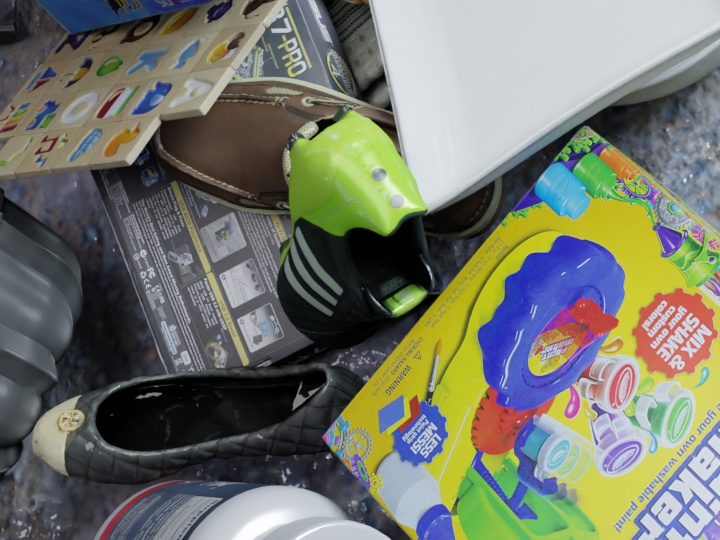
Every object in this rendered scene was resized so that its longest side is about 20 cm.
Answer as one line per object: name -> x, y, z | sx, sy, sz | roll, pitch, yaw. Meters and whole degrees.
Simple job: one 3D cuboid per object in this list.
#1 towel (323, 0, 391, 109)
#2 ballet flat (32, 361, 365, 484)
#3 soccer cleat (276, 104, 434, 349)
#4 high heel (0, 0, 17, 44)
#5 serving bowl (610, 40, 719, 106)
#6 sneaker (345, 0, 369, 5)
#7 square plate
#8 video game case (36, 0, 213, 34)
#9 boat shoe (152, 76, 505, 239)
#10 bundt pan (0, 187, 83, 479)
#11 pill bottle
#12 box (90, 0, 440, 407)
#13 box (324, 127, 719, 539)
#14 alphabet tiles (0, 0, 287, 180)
towel -> -0.064, -0.139, 1.222 | 0.200, 0.034, 0.193 | -41, 56, 17
ballet flat -> -0.090, 0.074, 1.095 | 0.198, 0.057, 0.067 | -9, 53, 18
soccer cleat -> 0.000, 0.000, 0.998 | 0.067, 0.200, 0.081 | -31, 66, -15
high heel -> -0.224, -0.242, 1.266 | 0.071, 0.200, 0.144 | 1, 75, -15
serving bowl -> 0.146, -0.177, 1.081 | 0.198, 0.066, 0.202 | -9, 71, 28
sneaker -> 0.032, -0.248, 1.149 | 0.078, 0.077, 0.201 | 8, 61, 33
square plate -> 0.098, -0.138, 1.013 | 0.199, 0.028, 0.199 | -32, 41, 20
video game case -> -0.086, -0.221, 1.150 | 0.182, 0.045, 0.199 | -55, 25, -18
boat shoe -> -0.026, -0.065, 1.070 | 0.200, 0.075, 0.075 | 8, 89, 20
bundt pan -> -0.225, 0.056, 1.188 | 0.202, 0.075, 0.203 | -53, 21, 30
pill bottle -> -0.054, 0.167, 1.019 | 0.200, 0.119, 0.121 | -7, 69, 62
box -> -0.065, -0.045, 1.149 | 0.160, 0.049, 0.201 | -27, 78, 21
box -> 0.128, 0.078, 0.975 | 0.200, 0.122, 0.193 | -50, 58, 9
alphabet tiles -> -0.127, -0.114, 1.134 | 0.199, 0.006, 0.167 | -3, 44, 45
